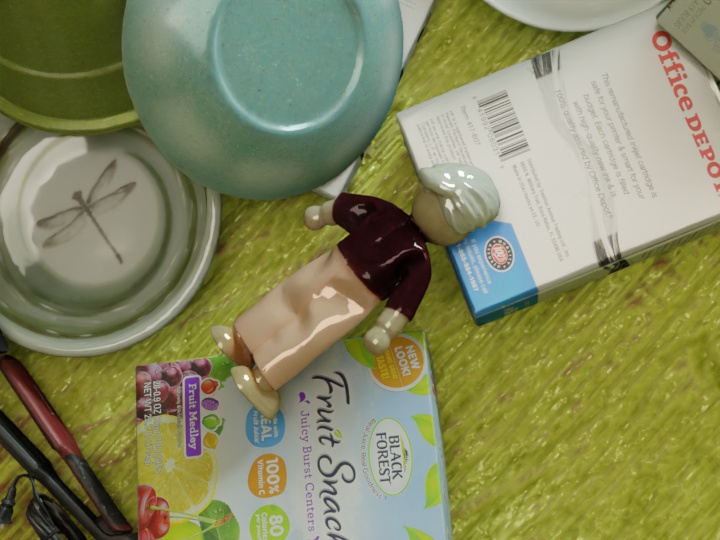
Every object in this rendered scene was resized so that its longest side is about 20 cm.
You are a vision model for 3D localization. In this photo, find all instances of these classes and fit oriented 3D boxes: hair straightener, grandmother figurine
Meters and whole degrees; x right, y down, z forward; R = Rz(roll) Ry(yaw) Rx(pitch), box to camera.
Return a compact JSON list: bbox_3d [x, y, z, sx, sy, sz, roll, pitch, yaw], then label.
[{"bbox_3d":[-0.215,0.158,0.971,0.077,0.041,0.200,-38,85,1],"label":"hair straightener"},{"bbox_3d":[0.000,0.000,0.878,0.199,0.061,0.122,-36,64,8],"label":"grandmother figurine"}]

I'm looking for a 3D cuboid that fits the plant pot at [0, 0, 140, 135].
[{"bbox_3d":[-0.191,-0.223,0.906,0.198,0.190,0.202,-1,63,3],"label":"plant pot"}]

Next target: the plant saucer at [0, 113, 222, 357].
[{"bbox_3d":[-0.190,-0.038,0.981,0.198,0.050,0.202,-1,83,7],"label":"plant saucer"}]

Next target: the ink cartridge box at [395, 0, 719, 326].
[{"bbox_3d":[0.142,-0.067,0.929,0.199,0.084,0.147,-21,80,3],"label":"ink cartridge box"}]

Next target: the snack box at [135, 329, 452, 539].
[{"bbox_3d":[-0.044,0.137,0.916,0.198,0.068,0.170,-8,67,4],"label":"snack box"}]

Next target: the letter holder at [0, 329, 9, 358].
[{"bbox_3d":[-0.350,-0.002,0.947,0.142,0.100,0.201,-30,77,29],"label":"letter holder"}]

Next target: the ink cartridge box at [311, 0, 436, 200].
[{"bbox_3d":[-0.015,-0.157,0.979,0.099,0.039,0.201,27,88,4],"label":"ink cartridge box"}]

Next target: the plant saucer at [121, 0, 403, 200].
[{"bbox_3d":[-0.051,-0.143,0.895,0.200,0.039,0.203,-6,103,-27],"label":"plant saucer"}]

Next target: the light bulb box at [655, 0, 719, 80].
[{"bbox_3d":[0.312,-0.215,0.835,0.125,0.198,0.200,43,63,6],"label":"light bulb box"}]

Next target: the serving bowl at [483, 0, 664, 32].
[{"bbox_3d":[0.146,-0.263,0.930,0.198,0.066,0.202,5,106,17],"label":"serving bowl"}]
